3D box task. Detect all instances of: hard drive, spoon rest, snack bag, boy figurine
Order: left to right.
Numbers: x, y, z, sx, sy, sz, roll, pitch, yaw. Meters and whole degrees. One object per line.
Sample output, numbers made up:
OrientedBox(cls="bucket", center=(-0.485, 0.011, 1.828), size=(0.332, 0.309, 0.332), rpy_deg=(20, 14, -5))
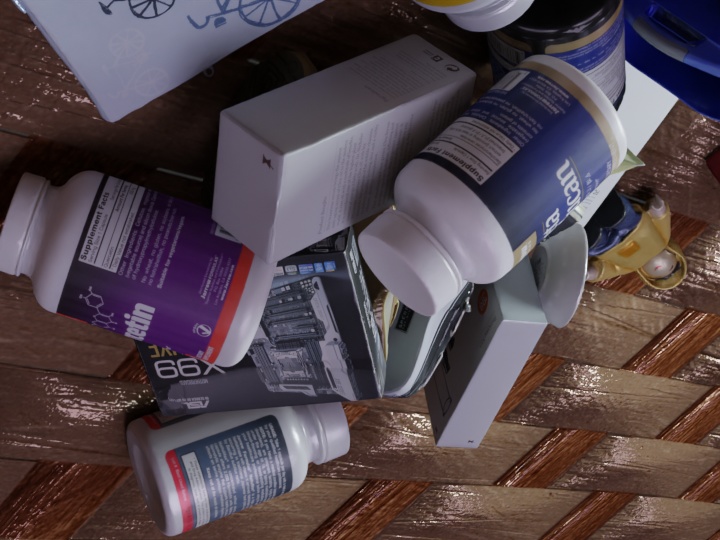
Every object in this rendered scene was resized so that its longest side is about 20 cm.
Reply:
OrientedBox(cls="snack bag", center=(-0.132, -0.200, 1.074), size=(0.200, 0.021, 0.189), rpy_deg=(-31, 148, 0))
OrientedBox(cls="spoon rest", center=(0.179, 0.019, 1.500), size=(0.061, 0.099, 0.200), rpy_deg=(11, 160, -16))
OrientedBox(cls="hard drive", center=(0.214, -0.117, 1.448), size=(0.132, 0.026, 0.200), rpy_deg=(10, 121, -47))
OrientedBox(cls="boy figurine", center=(0.281, -0.027, 1.630), size=(0.124, 0.064, 0.200), rpy_deg=(-42, 144, 14))

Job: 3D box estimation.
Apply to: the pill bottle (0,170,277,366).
OrientedBox(cls="pill bottle", center=(-0.169, -0.006, 1.167), size=(0.200, 0.112, 0.112), rpy_deg=(18, 133, -8))

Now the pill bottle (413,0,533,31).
OrientedBox(cls="pill bottle", center=(0.058, -0.250, 1.076), size=(0.112, 0.112, 0.200), rpy_deg=(-36, 148, 8))

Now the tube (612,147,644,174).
OrientedBox(cls="tube", center=(0.127, -0.085, 1.264), size=(0.200, 0.058, 0.052), rpy_deg=(-5, 146, 2))

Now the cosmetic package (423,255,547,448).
OrientedBox(cls="cosmetic package", center=(0.113, 0.057, 1.516), size=(0.052, 0.151, 0.200), rpy_deg=(3, 137, -19))

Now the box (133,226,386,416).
OrientedBox(cls="box", center=(-0.090, 0.043, 1.296), size=(0.200, 0.050, 0.158), rpy_deg=(-5, 125, 11))

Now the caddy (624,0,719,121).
OrientedBox(cls="caddy", center=(0.273, -0.207, 1.250), size=(0.105, 0.200, 0.141), rpy_deg=(-35, 151, -26))

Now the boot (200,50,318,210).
OrientedBox(cls="boot", center=(-0.019, -0.108, 1.268), size=(0.200, 0.066, 0.175), rpy_deg=(-4, 143, -41))

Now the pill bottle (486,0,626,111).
OrientedBox(cls="pill bottle", center=(0.162, -0.177, 1.268), size=(0.112, 0.112, 0.200), rpy_deg=(-27, 149, -6))

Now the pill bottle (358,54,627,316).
OrientedBox(cls="pill bottle", center=(0.096, -0.061, 1.158), size=(0.200, 0.111, 0.111), rpy_deg=(-43, 152, -16))

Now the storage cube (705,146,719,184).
OrientedBox(cls="storage cube", center=(0.505, -0.088, 1.619), size=(0.200, 0.180, 0.171), rpy_deg=(-43, 147, 22))

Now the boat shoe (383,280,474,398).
OrientedBox(cls="boat shoe", center=(0.069, 0.026, 1.414), size=(0.068, 0.074, 0.199), rpy_deg=(21, 89, -62))

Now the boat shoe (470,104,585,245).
OrientedBox(cls="boat shoe", center=(0.118, -0.087, 1.351), size=(0.062, 0.075, 0.200), rpy_deg=(-45, 125, 10))

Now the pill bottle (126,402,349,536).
OrientedBox(cls="pill bottle", center=(-0.118, 0.173, 1.520), size=(0.200, 0.120, 0.120), rpy_deg=(-18, 147, -19))

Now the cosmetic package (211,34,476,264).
OrientedBox(cls="cosmetic package", center=(-0.011, -0.094, 1.157), size=(0.200, 0.071, 0.101), rpy_deg=(-27, 142, -37))

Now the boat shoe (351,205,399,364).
OrientedBox(cls="boat shoe", center=(0.000, 0.000, 1.324), size=(0.074, 0.066, 0.200), rpy_deg=(9, 128, 3))
